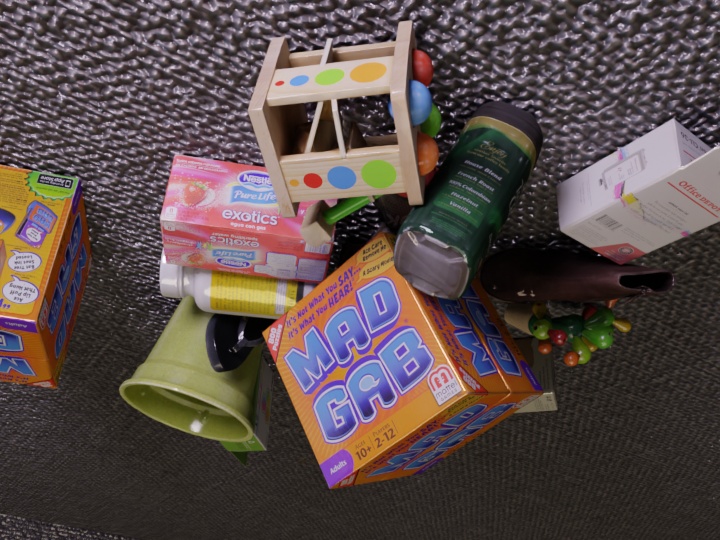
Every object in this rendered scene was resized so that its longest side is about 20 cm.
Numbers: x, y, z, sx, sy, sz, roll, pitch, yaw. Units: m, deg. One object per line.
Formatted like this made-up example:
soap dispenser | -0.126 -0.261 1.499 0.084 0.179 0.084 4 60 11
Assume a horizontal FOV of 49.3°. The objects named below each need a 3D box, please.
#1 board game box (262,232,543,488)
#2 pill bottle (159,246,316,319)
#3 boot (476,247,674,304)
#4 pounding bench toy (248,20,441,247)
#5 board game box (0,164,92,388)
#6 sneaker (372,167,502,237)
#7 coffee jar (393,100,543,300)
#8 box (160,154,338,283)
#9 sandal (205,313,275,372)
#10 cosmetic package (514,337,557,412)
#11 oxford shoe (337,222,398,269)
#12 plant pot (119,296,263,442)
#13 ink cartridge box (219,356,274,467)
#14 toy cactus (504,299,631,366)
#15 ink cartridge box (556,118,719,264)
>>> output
board game box | 0.050 0.108 0.917 0.200 0.201 0.199 -39 153 24
pill bottle | -0.156 0.004 1.030 0.198 0.112 0.112 6 149 -4
boot | 0.263 0.005 0.979 0.198 0.073 0.166 2 178 -24
pounding bench toy | 0.002 -0.116 0.764 0.155 0.125 0.201 -3 134 11
board game box | -0.464 0.005 0.976 0.198 0.201 0.200 10 148 -9
sneaker | 0.076 -0.078 0.911 0.200 0.071 0.098 27 141 -30
coffee jar | 0.113 -0.075 0.796 0.085 0.201 0.105 26 151 11
box | -0.130 -0.058 0.940 0.198 0.095 0.103 7 149 -5
sandal | -0.150 0.070 1.089 0.043 0.200 0.077 -14 108 30
cosmetic package | 0.216 0.176 1.283 0.198 0.106 0.071 -8 146 16
oxford shoe | 0.000 0.000 1.035 0.200 0.085 0.073 -43 170 28
plant pot | -0.221 0.126 1.149 0.199 0.185 0.201 14 151 8
ink cartridge box | -0.195 0.253 1.408 0.075 0.149 0.200 -3 149 9
toy cactus | 0.278 0.070 1.109 0.164 0.103 0.199 14 -162 43
ink cartridge box | 0.332 -0.090 0.869 0.116 0.068 0.200 24 145 -31
